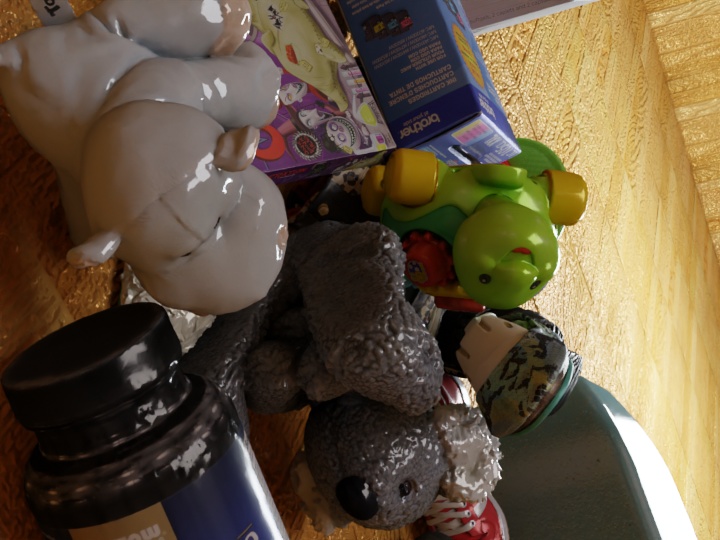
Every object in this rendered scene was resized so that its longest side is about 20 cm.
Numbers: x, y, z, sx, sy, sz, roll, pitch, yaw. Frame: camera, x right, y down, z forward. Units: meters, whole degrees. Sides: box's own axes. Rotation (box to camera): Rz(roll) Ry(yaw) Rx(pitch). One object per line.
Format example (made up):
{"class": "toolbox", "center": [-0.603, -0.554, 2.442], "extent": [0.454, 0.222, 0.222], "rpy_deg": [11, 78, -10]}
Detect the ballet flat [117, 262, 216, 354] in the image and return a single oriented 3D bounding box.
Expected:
{"class": "ballet flat", "center": [-0.093, -0.029, 0.730], "extent": [0.072, 0.071, 0.201], "rpy_deg": [60, 30, -35]}

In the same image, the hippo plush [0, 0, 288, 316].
{"class": "hippo plush", "center": [-0.092, -0.071, 0.577], "extent": [0.161, 0.159, 0.200], "rpy_deg": [41, -11, 44]}

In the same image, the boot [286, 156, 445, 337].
{"class": "boot", "center": [0.000, 0.000, 0.901], "extent": [0.150, 0.073, 0.201], "rpy_deg": [41, 74, -23]}

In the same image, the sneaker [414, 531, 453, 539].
{"class": "sneaker", "center": [0.035, 0.262, 0.878], "extent": [0.091, 0.066, 0.201], "rpy_deg": [66, 29, -30]}

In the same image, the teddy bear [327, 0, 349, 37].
{"class": "teddy bear", "center": [-0.053, -0.204, 0.896], "extent": [0.145, 0.066, 0.201], "rpy_deg": [45, 39, -47]}

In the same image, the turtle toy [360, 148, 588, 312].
{"class": "turtle toy", "center": [0.079, -0.023, 0.801], "extent": [0.200, 0.144, 0.102], "rpy_deg": [167, -71, -79]}

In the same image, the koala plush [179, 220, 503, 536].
{"class": "koala plush", "center": [-0.002, 0.088, 0.760], "extent": [0.201, 0.176, 0.184], "rpy_deg": [60, 20, -27]}

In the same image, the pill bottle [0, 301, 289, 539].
{"class": "pill bottle", "center": [-0.101, 0.124, 0.590], "extent": [0.201, 0.111, 0.112], "rpy_deg": [70, 26, -18]}

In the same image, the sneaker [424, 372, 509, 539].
{"class": "sneaker", "center": [0.067, 0.180, 0.980], "extent": [0.112, 0.071, 0.202], "rpy_deg": [17, 57, -67]}

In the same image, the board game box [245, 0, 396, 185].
{"class": "board game box", "center": [-0.066, -0.152, 0.761], "extent": [0.119, 0.032, 0.201], "rpy_deg": [-17, 75, -34]}

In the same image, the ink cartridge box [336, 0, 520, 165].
{"class": "ink cartridge box", "center": [0.057, -0.151, 0.918], "extent": [0.136, 0.076, 0.201], "rpy_deg": [16, 53, -69]}

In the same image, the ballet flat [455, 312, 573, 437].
{"class": "ballet flat", "center": [0.090, 0.058, 0.733], "extent": [0.200, 0.074, 0.075], "rpy_deg": [14, 65, -83]}

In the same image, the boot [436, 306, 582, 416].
{"class": "boot", "center": [0.088, 0.053, 0.972], "extent": [0.080, 0.157, 0.211], "rpy_deg": [-57, 154, -3]}

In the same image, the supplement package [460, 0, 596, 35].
{"class": "supplement package", "center": [0.120, -0.294, 1.152], "extent": [0.156, 0.199, 0.112], "rpy_deg": [-30, 106, -64]}

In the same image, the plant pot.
{"class": "plant pot", "center": [0.198, 0.216, 1.121], "extent": [0.196, 0.195, 0.202], "rpy_deg": [28, 46, -59]}

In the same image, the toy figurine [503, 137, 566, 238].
{"class": "toy figurine", "center": [0.081, -0.108, 1.101], "extent": [0.184, 0.150, 0.201], "rpy_deg": [28, 32, -48]}

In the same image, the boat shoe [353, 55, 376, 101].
{"class": "boat shoe", "center": [0.014, -0.081, 0.980], "extent": [0.061, 0.071, 0.203], "rpy_deg": [-22, 102, -69]}
